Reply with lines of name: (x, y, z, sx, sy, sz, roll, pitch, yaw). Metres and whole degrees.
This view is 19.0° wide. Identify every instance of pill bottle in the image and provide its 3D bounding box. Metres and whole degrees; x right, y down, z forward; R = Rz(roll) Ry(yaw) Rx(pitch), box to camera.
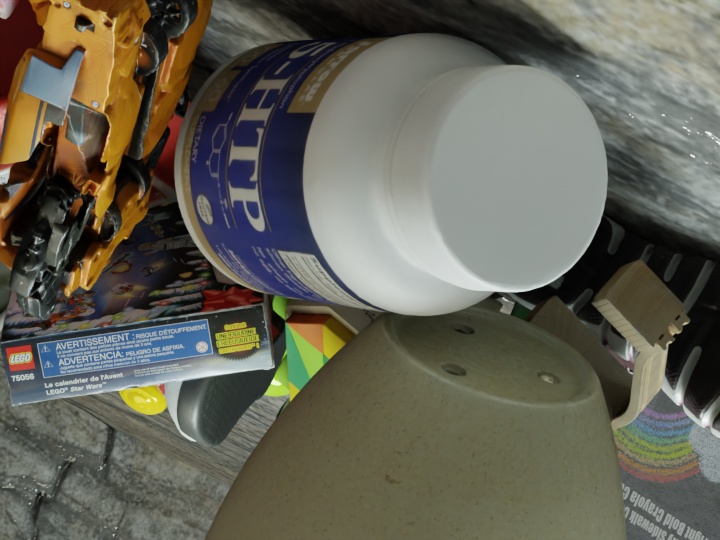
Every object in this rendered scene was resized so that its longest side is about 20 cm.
pill bottle: (0.012, -0.042, 0.933, 0.119, 0.120, 0.200, 33, 166, -28)

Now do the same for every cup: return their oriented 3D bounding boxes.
cup: (0.037, 0.098, 0.964, 0.199, 0.144, 0.200, 14, -159, -5)

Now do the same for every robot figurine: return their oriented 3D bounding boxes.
robot figurine: (-0.114, -0.072, 0.930, 0.058, 0.145, 0.200, 28, 137, 5)

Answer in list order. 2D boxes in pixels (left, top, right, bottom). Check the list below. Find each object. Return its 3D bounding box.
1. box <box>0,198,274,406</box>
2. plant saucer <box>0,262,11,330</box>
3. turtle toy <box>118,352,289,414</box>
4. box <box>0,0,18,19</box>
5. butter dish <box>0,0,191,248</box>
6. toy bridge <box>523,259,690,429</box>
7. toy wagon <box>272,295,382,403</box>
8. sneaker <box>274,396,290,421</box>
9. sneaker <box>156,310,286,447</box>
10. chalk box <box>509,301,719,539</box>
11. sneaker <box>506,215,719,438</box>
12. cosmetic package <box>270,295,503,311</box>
box: (-0.118, 0.004, 1.170, 0.136, 0.040, 0.200, -8, -157, -1)
plant saucer: (-0.258, -0.060, 1.442, 0.050, 0.201, 0.200, -20, -157, -38)
turtle toy: (-0.116, 0.016, 1.435, 0.200, 0.146, 0.101, 36, 144, -9)
box: (-0.207, -0.193, 0.833, 0.199, 0.095, 0.103, 26, 167, 5)
butter dish: (-0.187, -0.099, 1.106, 0.199, 0.149, 0.199, -18, 167, 9)
toy bridge: (0.103, 0.045, 1.019, 0.067, 0.027, 0.200, 45, 158, -5)
toy wagon: (0.016, 0.088, 1.148, 0.155, 0.040, 0.200, 39, 153, 24)
sneaker: (-0.010, 0.112, 1.432, 0.070, 0.109, 0.200, 25, -153, -14)
sneaker: (-0.110, 0.042, 1.218, 0.107, 0.068, 0.201, 22, -170, 6)
chalk box: (0.126, 0.134, 1.235, 0.124, 0.201, 0.124, 34, 166, -31)
sneaker: (0.163, 0.033, 1.073, 0.200, 0.076, 0.116, 34, 176, 21)
cosmetic package: (-0.023, 0.009, 1.343, 0.199, 0.073, 0.104, 29, 169, -6)
